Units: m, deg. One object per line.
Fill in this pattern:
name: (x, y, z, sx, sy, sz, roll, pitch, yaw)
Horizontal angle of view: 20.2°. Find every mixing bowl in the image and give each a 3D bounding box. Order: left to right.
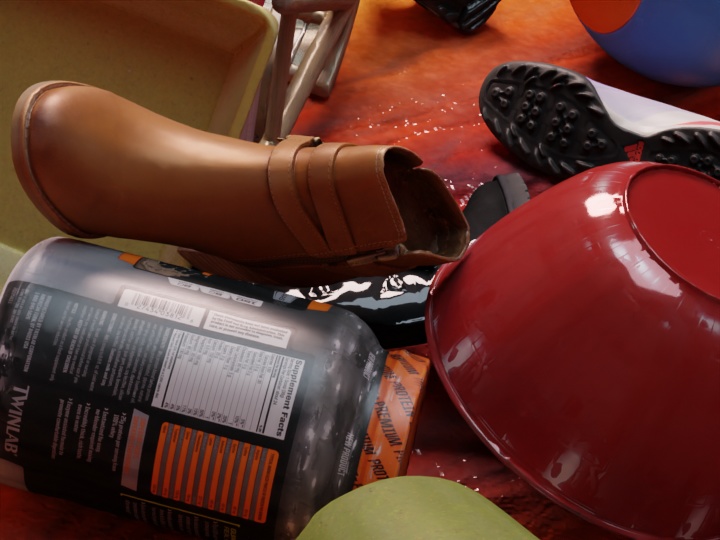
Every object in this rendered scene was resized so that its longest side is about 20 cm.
mixing bowl: (0.141, 0.021, 0.970, 0.199, 0.109, 0.201, 19, 39, -16)

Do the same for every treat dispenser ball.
treat dispenser ball: (0.236, -0.229, 1.407, 0.199, 0.202, 0.201, 7, 34, -5)

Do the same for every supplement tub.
supplement tub: (-0.073, 0.064, 0.958, 0.199, 0.123, 0.123, 15, 34, 5)

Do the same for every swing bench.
swing bench: (-0.115, -0.175, 1.301, 0.198, 0.131, 0.200, 16, 29, 9)

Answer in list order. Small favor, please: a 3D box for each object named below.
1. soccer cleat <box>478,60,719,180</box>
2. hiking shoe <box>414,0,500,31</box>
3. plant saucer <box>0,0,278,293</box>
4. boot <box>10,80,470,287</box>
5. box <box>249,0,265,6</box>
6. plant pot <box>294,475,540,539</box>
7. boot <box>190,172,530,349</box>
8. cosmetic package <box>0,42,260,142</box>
soccer cleat: (0.173, -0.085, 1.315, 0.199, 0.069, 0.073, 19, 10, 19)
hiking shoe: (0.015, -0.239, 1.428, 0.200, 0.075, 0.087, 39, -2, -40)
plant saucer: (-0.160, -0.076, 1.098, 0.199, 0.201, 0.048, 22, 5, 11)
boot: (-0.053, -0.044, 0.956, 0.154, 0.074, 0.200, -1, -15, 36)
box: (-0.145, -0.208, 1.140, 0.198, 0.103, 0.095, 12, 55, 6)
plant pot: (0.043, 0.177, 0.792, 0.199, 0.201, 0.190, -2, 23, -19)
boot: (0.000, 0.000, 1.126, 0.198, 0.066, 0.165, -8, 18, -1)
cosmetic package: (-0.163, -0.095, 1.183, 0.199, 0.107, 0.090, 17, 35, 7)
